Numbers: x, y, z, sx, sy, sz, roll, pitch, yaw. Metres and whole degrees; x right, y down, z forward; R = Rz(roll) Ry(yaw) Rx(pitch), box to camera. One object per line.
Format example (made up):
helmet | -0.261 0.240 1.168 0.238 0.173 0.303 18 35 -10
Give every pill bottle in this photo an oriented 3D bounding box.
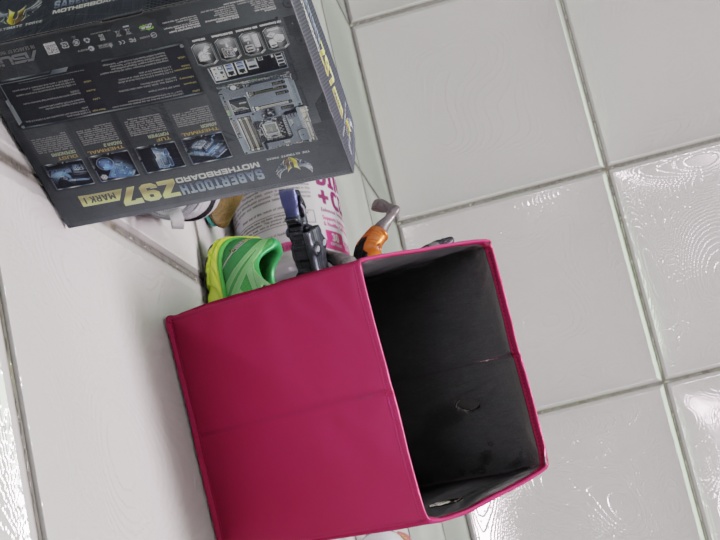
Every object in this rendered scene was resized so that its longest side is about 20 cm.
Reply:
pill bottle | -0.079 -0.076 1.486 0.113 0.113 0.201 60 17 -66

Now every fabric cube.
fabric cube | -0.001 0.099 1.142 0.196 0.199 0.201 -10 84 -56

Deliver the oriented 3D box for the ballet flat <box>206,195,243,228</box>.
ballet flat | -0.125 -0.135 1.410 0.068 0.072 0.201 65 13 -56

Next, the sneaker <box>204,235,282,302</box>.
sneaker | -0.088 0.054 1.273 0.074 0.083 0.201 62 16 -64

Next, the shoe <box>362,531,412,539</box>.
shoe | 0.029 0.341 1.711 0.200 0.071 0.091 76 3 -48

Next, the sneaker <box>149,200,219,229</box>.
sneaker | -0.156 -0.128 1.127 0.115 0.075 0.201 -87 165 -77

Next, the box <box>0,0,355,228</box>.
box | -0.117 -0.111 0.890 0.158 0.199 0.051 68 16 -45

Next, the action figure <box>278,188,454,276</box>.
action figure | 0.000 0.000 1.370 0.193 0.104 0.201 -46 126 -48
